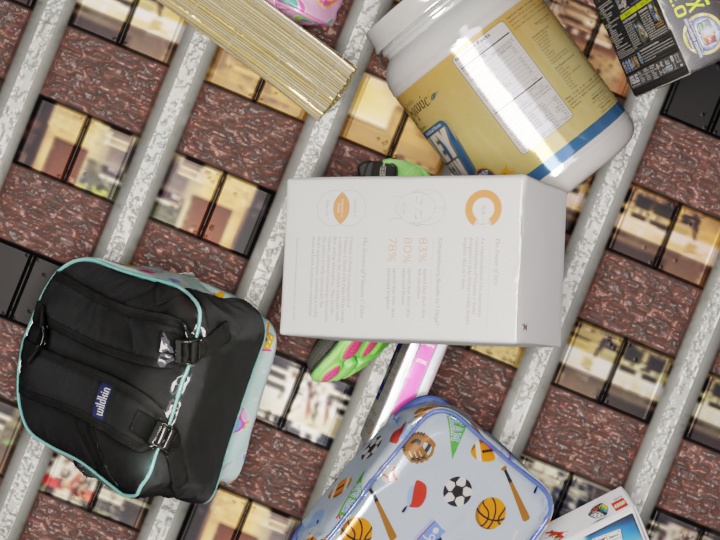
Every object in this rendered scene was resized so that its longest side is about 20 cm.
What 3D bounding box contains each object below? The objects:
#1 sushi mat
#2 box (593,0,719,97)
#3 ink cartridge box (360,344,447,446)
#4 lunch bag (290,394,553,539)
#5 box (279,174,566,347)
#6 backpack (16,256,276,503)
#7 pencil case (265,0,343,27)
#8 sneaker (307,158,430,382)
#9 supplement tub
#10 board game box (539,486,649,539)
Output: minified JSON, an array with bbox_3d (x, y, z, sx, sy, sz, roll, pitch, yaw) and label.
[{"bbox_3d":[-0.097,-0.202,1.404,0.200,0.096,0.012,36,59,-2],"label":"sushi mat"},{"bbox_3d":[0.228,-0.228,1.361,0.044,0.200,0.161,-23,91,-2],"label":"box"},{"bbox_3d":[0.052,0.057,1.410,0.037,0.095,0.201,20,90,-3],"label":"ink cartridge box"},{"bbox_3d":[0.048,0.213,1.337,0.160,0.076,0.200,41,87,-15],"label":"lunch bag"},{"bbox_3d":[0.049,-0.006,1.309,0.199,0.097,0.125,1,86,27],"label":"box"},{"bbox_3d":[-0.176,0.083,1.365,0.199,0.153,0.177,17,92,34],"label":"backpack"},{"bbox_3d":[-0.032,-0.303,1.405,0.087,0.087,0.201,18,93,-3],"label":"pencil case"},{"bbox_3d":[0.000,0.000,1.429,0.084,0.077,0.201,24,95,29],"label":"sneaker"},{"bbox_3d":[0.112,-0.149,1.385,0.144,0.145,0.200,-38,92,-1],"label":"supplement tub"},{"bbox_3d":[0.155,0.278,1.423,0.199,0.035,0.127,-26,120,-2],"label":"board game box"}]
